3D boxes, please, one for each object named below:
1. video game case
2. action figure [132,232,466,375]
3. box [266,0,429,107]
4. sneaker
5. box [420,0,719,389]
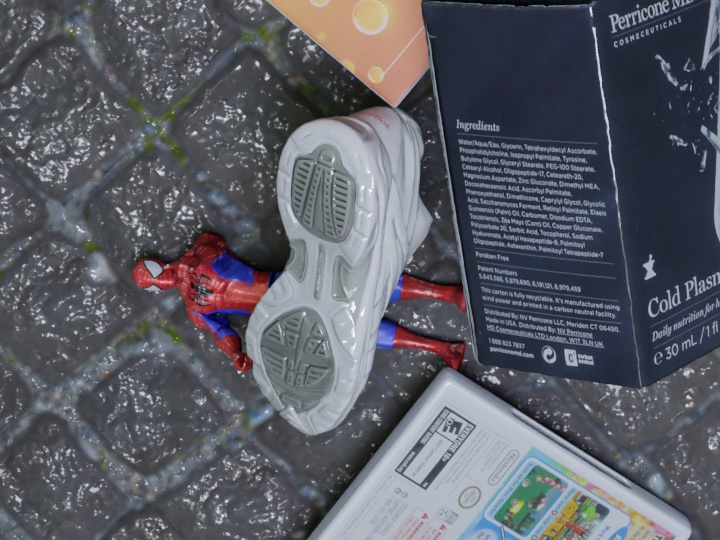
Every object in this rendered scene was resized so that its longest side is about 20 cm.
[{"bbox_3d":[0.066,0.178,1.461,0.181,0.024,0.200,32,111,-16],"label":"video game case"},{"bbox_3d":[-0.041,0.024,1.411,0.199,0.099,0.066,11,109,9],"label":"action figure"},{"bbox_3d":[-0.013,-0.206,1.326,0.200,0.098,0.125,39,110,-5],"label":"box"},{"bbox_3d":[0.000,0.000,1.345,0.078,0.099,0.201,31,126,25],"label":"sneaker"},{"bbox_3d":[0.150,-0.068,1.278,0.123,0.199,0.198,6,113,46],"label":"box"}]
